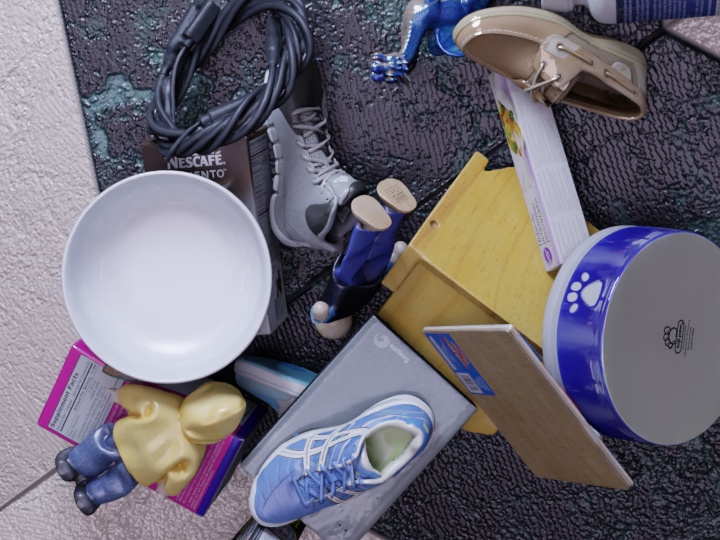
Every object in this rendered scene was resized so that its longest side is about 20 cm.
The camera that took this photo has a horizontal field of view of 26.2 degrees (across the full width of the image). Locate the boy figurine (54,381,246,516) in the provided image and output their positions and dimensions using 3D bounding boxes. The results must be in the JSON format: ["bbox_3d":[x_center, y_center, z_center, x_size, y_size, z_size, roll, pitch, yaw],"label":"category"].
[{"bbox_3d":[-0.202,0.161,1.510,0.199,0.064,0.125,-30,96,14],"label":"boy figurine"}]

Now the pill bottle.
[{"bbox_3d":[0.262,-0.283,1.403,0.198,0.111,0.112,-3,102,8],"label":"pill bottle"}]

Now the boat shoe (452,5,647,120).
[{"bbox_3d":[0.179,-0.188,1.423,0.198,0.065,0.071,11,149,-18],"label":"boat shoe"}]

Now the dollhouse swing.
[{"bbox_3d":[0.129,0.032,1.542,0.199,0.176,0.182,36,65,1],"label":"dollhouse swing"}]

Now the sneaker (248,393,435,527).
[{"bbox_3d":[-0.020,0.181,1.469,0.199,0.077,0.076,-32,97,2],"label":"sneaker"}]

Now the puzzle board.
[{"bbox_3d":[0.157,0.125,1.453,0.017,0.150,0.200,-45,108,-22],"label":"puzzle board"}]

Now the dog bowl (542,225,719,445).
[{"bbox_3d":[0.267,0.060,1.439,0.079,0.199,0.202,6,109,54],"label":"dog bowl"}]

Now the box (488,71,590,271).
[{"bbox_3d":[0.171,-0.101,1.469,0.041,0.039,0.202,-15,84,-19],"label":"box"}]

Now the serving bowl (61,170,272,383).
[{"bbox_3d":[-0.181,0.005,1.482,0.198,0.066,0.202,0,93,0],"label":"serving bowl"}]

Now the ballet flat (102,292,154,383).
[{"bbox_3d":[-0.241,0.014,1.544,0.067,0.068,0.202,-1,65,-19],"label":"ballet flat"}]

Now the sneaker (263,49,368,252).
[{"bbox_3d":[-0.034,-0.112,1.494,0.115,0.075,0.202,20,120,47],"label":"sneaker"}]

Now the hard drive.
[{"bbox_3d":[-0.002,0.161,1.523,0.139,0.033,0.200,41,94,-5],"label":"hard drive"}]

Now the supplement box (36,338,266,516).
[{"bbox_3d":[-0.215,0.150,1.595,0.199,0.101,0.104,30,106,3],"label":"supplement box"}]

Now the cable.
[{"bbox_3d":[-0.127,-0.183,1.477,0.162,0.051,0.201,19,75,35],"label":"cable"}]

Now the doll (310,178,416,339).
[{"bbox_3d":[0.000,0.000,1.513,0.048,0.136,0.201,41,138,16],"label":"doll"}]

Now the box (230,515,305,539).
[{"bbox_3d":[-0.121,0.303,1.561,0.044,0.200,0.160,40,105,-1],"label":"box"}]

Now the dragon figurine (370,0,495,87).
[{"bbox_3d":[0.092,-0.234,1.467,0.198,0.059,0.100,-15,100,-17],"label":"dragon figurine"}]

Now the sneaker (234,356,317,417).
[{"bbox_3d":[-0.055,0.176,1.577,0.199,0.080,0.131,24,97,5],"label":"sneaker"}]

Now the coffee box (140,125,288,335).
[{"bbox_3d":[-0.145,-0.039,1.551,0.112,0.080,0.202,-4,102,12],"label":"coffee box"}]
